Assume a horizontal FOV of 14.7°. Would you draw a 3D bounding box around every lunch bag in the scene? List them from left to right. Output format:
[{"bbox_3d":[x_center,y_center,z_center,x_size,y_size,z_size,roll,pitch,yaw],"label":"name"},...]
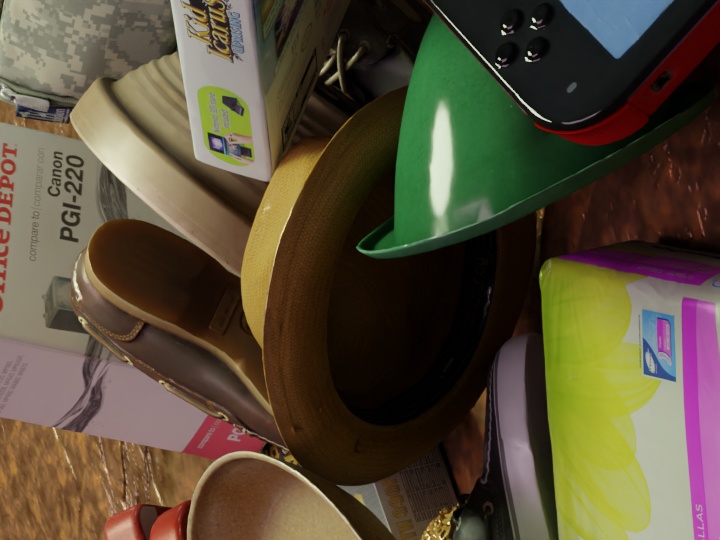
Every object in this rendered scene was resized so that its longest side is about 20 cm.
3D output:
[{"bbox_3d":[-0.126,-0.186,1.527,0.140,0.167,0.200,56,145,35],"label":"lunch bag"}]

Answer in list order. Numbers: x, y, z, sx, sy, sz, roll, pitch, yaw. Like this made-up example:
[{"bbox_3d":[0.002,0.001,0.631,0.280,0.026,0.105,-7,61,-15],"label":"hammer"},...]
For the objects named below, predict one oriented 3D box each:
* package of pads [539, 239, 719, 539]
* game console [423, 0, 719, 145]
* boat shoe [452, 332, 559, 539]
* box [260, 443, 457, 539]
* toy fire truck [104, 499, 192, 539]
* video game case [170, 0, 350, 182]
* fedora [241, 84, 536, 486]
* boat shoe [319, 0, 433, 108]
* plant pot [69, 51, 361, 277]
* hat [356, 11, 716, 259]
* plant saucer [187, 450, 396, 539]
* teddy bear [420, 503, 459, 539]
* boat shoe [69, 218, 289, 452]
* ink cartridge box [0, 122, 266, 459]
[{"bbox_3d":[0.147,0.091,1.236,0.154,0.068,0.201,12,109,59],"label":"package of pads"},{"bbox_3d":[0.112,-0.163,1.138,0.200,0.031,0.177,-47,50,10],"label":"game console"},{"bbox_3d":[0.074,0.133,1.344,0.066,0.070,0.201,-12,81,26],"label":"boat shoe"},{"bbox_3d":[0.006,0.165,1.537,0.158,0.048,0.201,-42,64,58],"label":"box"},{"bbox_3d":[-0.079,0.224,1.604,0.112,0.168,0.201,-31,68,27],"label":"toy fire truck"},{"bbox_3d":[-0.031,-0.173,1.306,0.181,0.045,0.201,88,-159,-60],"label":"video game case"},{"bbox_3d":[0.000,0.000,1.335,0.082,0.200,0.201,22,120,38],"label":"fedora"},{"bbox_3d":[-0.001,-0.117,1.423,0.200,0.073,0.075,58,145,33],"label":"boat shoe"},{"bbox_3d":[-0.044,-0.057,1.456,0.093,0.201,0.201,-53,44,7],"label":"plant pot"},{"bbox_3d":[0.050,-0.124,1.208,0.165,0.200,0.177,-17,101,40],"label":"hat"},{"bbox_3d":[-0.012,0.174,1.312,0.200,0.035,0.201,34,135,43],"label":"plant saucer"},{"bbox_3d":[0.056,0.219,1.387,0.067,0.145,0.201,-22,85,33],"label":"teddy bear"},{"bbox_3d":[-0.062,0.045,1.463,0.200,0.070,0.070,34,145,2],"label":"boat shoe"},{"bbox_3d":[-0.139,0.011,1.547,0.085,0.199,0.146,123,152,-51],"label":"ink cartridge box"}]
